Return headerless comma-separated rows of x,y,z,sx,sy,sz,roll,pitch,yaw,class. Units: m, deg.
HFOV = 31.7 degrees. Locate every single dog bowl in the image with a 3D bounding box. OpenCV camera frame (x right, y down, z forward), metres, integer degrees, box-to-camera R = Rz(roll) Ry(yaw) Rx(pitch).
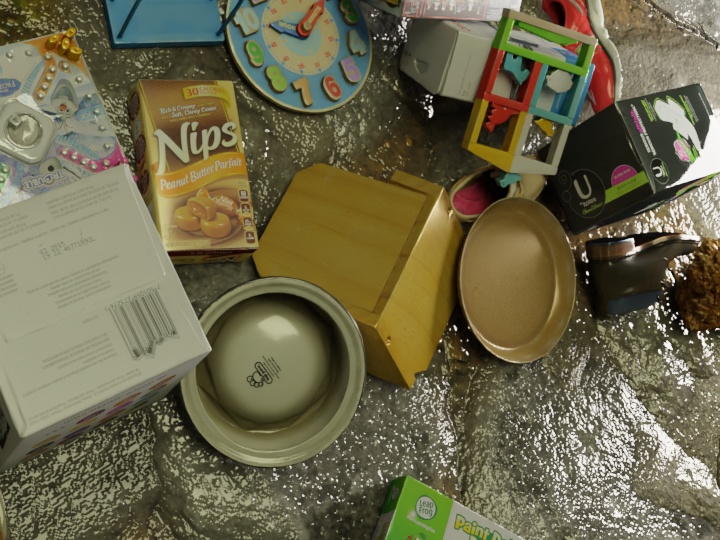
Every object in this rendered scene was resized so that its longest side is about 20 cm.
-0.096,0.101,1.346,0.196,0.074,0.204,-2,100,-13,dog bowl

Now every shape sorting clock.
-0.072,-0.289,1.548,0.197,0.039,0.203,9,69,-24,shape sorting clock

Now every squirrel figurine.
0.515,0.009,1.656,0.197,0.186,0.144,-13,79,-29,squirrel figurine

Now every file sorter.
-0.223,-0.375,1.454,0.137,0.122,0.203,-7,77,-27,file sorter

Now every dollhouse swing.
0.000,0.000,1.490,0.202,0.173,0.183,-64,146,-28,dollhouse swing

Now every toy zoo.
0.199,-0.198,1.523,0.129,0.020,0.203,13,100,-25,toy zoo

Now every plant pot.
0.187,0.012,1.556,0.198,0.027,0.204,1,88,-38,plant pot

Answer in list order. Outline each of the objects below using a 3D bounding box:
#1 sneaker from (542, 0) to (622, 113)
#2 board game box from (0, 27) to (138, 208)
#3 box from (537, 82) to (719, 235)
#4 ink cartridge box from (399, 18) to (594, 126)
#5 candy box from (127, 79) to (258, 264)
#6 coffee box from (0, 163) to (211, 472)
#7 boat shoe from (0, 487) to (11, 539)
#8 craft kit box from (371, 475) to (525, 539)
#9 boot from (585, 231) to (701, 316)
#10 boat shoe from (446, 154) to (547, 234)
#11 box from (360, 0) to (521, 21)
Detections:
0.294,-0.294,1.725,0.084,0.077,0.203,-9,70,-17,sneaker
-0.361,-0.151,1.365,0.198,0.026,0.203,-21,83,-31,board game box
0.356,-0.143,1.632,0.198,0.148,0.126,-16,80,-42,box
0.169,-0.256,1.589,0.197,0.147,0.087,10,109,-25,ink cartridge box
-0.188,-0.111,1.420,0.114,0.055,0.203,-3,75,-27,candy box
-0.293,0.052,1.230,0.198,0.198,0.202,-23,82,-30,coffee box
-0.396,0.187,1.212,0.073,0.076,0.202,-22,76,-25,boat shoe
0.093,0.363,1.410,0.198,0.048,0.200,29,60,-15,craft kit box
0.373,0.001,1.671,0.197,0.074,0.099,-7,97,-32,boot
0.170,-0.098,1.588,0.199,0.069,0.074,-30,87,-31,boat shoe
0.085,-0.346,1.579,0.198,0.136,0.041,-6,118,-38,box
